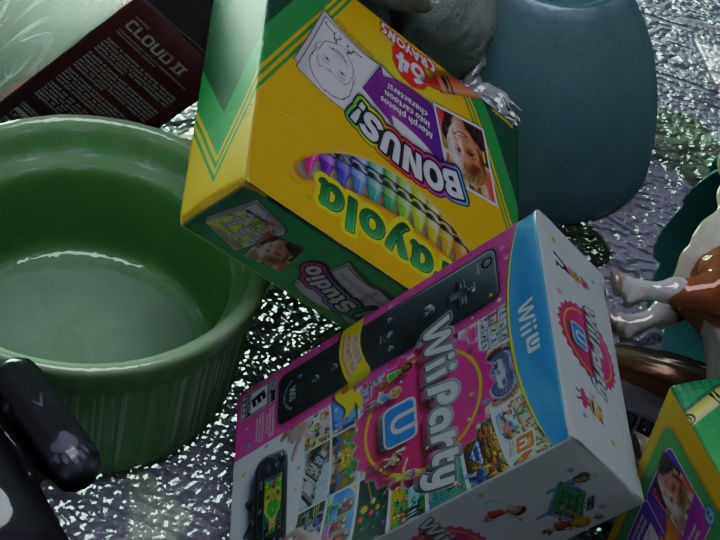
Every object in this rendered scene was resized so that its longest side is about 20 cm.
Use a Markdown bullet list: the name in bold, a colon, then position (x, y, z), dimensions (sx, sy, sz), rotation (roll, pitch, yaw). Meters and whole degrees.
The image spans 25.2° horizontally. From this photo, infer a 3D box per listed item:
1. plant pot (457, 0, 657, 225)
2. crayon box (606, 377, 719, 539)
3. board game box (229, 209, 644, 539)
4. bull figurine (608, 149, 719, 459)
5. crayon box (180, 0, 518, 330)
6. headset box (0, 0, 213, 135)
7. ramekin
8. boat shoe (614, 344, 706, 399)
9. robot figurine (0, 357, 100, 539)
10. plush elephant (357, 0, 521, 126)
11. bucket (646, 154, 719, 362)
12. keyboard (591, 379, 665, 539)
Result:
- **plant pot**: position (0.115, -0.147, 1.087), dimensions (0.199, 0.135, 0.200), rotation (7, 42, -6)
- **crayon box**: position (0.160, 0.157, 0.720), dimensions (0.058, 0.200, 0.119), rotation (-6, 45, -19)
- **board game box**: position (0.029, 0.082, 0.778), dimensions (0.064, 0.200, 0.148), rotation (41, 30, -33)
- **bull figurine**: position (0.190, 0.035, 0.807), dimensions (0.121, 0.065, 0.201), rotation (-13, 85, -3)
- **crayon box**: position (0.003, -0.053, 0.869), dimensions (0.200, 0.058, 0.173), rotation (33, 43, -32)
- **headset box**: position (-0.153, -0.140, 0.969), dimensions (0.077, 0.200, 0.149), rotation (41, 33, -30)
- **ramekin**: position (-0.151, 0.015, 0.874), dimensions (0.199, 0.098, 0.200), rotation (7, 43, -6)
- **boat shoe**: position (0.194, 0.106, 0.879), dimensions (0.199, 0.076, 0.074), rotation (22, 56, 14)
- **robot figurine**: position (-0.202, 0.122, 0.731), dimensions (0.150, 0.125, 0.200), rotation (-13, 48, -33)
- **plush elephant**: position (-0.002, -0.163, 0.980), dimensions (0.155, 0.165, 0.200), rotation (7, 45, -43)
- **bucket**: position (0.277, 0.003, 0.917), dimensions (0.207, 0.208, 0.135), rotation (31, 42, 20)
- **keyboard**: position (0.185, 0.135, 0.828), dimensions (0.199, 0.040, 0.104), rotation (24, 88, 14)
